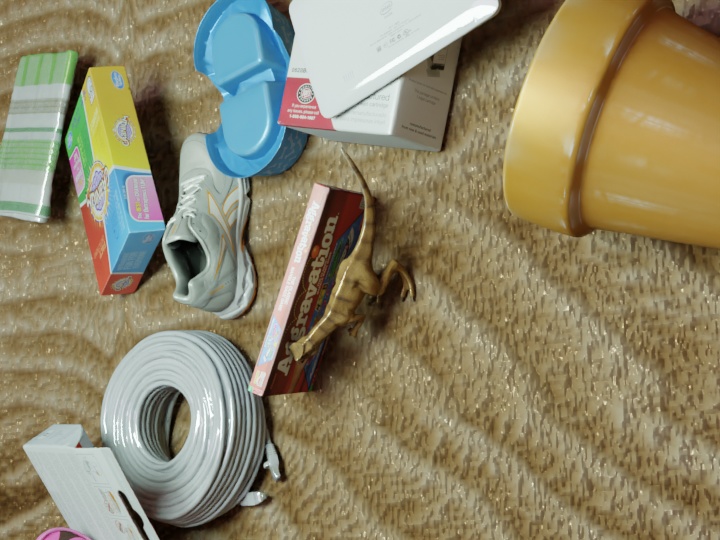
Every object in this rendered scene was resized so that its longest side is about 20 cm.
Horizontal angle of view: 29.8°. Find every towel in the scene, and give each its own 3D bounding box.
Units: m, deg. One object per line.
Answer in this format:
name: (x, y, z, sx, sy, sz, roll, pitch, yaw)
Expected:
towel: (-0.381, -0.158, 1.595, 0.149, 0.031, 0.201, 10, 87, 52)

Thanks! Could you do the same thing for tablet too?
tablet: (0.025, -0.235, 1.201, 0.200, 0.014, 0.130, -29, 67, 29)

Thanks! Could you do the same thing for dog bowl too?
dog bowl: (-0.109, -0.187, 1.384, 0.111, 0.050, 0.201, -21, 70, 34)

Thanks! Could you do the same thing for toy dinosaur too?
toy dinosaur: (0.000, 0.000, 1.232, 0.060, 0.106, 0.200, 26, 99, 39)

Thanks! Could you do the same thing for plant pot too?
plant pot: (0.234, -0.102, 1.022, 0.183, 0.200, 0.201, 24, 98, 23)

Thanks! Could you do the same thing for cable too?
cable: (-0.184, 0.160, 1.377, 0.200, 0.069, 0.200, -27, 67, 33)

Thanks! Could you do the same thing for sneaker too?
sneaker: (-0.163, -0.052, 1.379, 0.076, 0.092, 0.201, -23, 70, 32)

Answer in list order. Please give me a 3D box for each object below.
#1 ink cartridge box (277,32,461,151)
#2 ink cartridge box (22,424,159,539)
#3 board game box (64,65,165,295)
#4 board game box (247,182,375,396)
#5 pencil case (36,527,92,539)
ink cartridge box: (0.015, -0.222, 1.268, 0.147, 0.083, 0.201, 10, 89, 39)
ink cartridge box: (-0.245, 0.231, 1.351, 0.200, 0.047, 0.160, -9, 111, 52)
board game box: (-0.268, -0.095, 1.460, 0.153, 0.040, 0.200, -52, 50, 55)
board game box: (-0.044, 0.020, 1.266, 0.019, 0.103, 0.200, 21, 97, 25)
pencil case: (-0.325, 0.341, 1.412, 0.200, 0.094, 0.091, -50, 11, 49)
